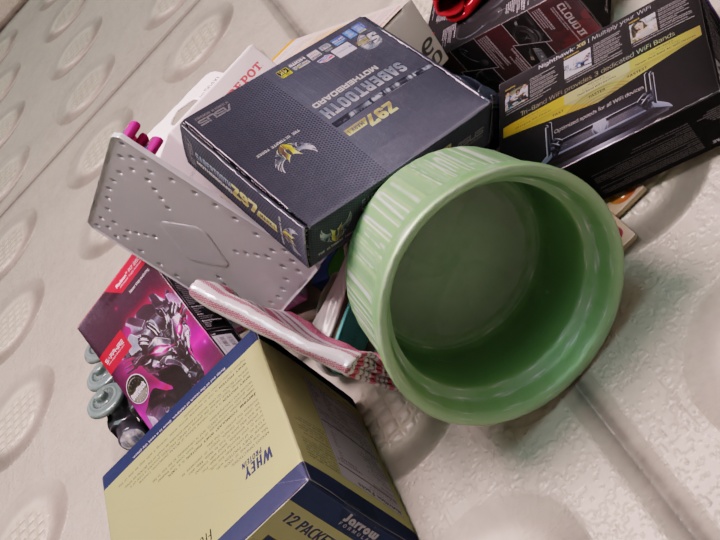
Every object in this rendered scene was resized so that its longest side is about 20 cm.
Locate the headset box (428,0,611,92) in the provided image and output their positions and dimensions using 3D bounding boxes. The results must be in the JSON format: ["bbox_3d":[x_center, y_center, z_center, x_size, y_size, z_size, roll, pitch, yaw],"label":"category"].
[{"bbox_3d":[0.166,-0.271,1.107,0.200,0.077,0.149,-21,43,36],"label":"headset box"}]

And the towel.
[{"bbox_3d":[-0.040,0.052,0.894,0.146,0.200,0.030,23,87,19],"label":"towel"}]

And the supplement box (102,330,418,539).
[{"bbox_3d":[-0.088,0.198,0.900,0.200,0.134,0.200,-45,33,10],"label":"supplement box"}]

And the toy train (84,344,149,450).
[{"bbox_3d":[-0.239,0.114,1.222,0.114,0.085,0.200,-33,33,4],"label":"toy train"}]

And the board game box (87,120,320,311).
[{"bbox_3d":[-0.143,-0.032,0.985,0.026,0.200,0.200,-60,7,-26],"label":"board game box"}]

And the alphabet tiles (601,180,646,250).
[{"bbox_3d":[0.154,-0.040,0.959,0.166,0.006,0.200,-45,33,8],"label":"alphabet tiles"}]

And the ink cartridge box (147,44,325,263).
[{"bbox_3d":[-0.095,-0.095,1.024,0.129,0.200,0.125,-53,4,-27],"label":"ink cartridge box"}]

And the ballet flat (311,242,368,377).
[{"bbox_3d":[0.000,0.000,1.025,0.069,0.069,0.201,29,95,57],"label":"ballet flat"}]

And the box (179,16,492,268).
[{"bbox_3d":[-0.018,-0.110,0.881,0.200,0.051,0.158,-35,58,-24],"label":"box"}]

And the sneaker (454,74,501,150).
[{"bbox_3d":[0.102,-0.091,1.003,0.077,0.146,0.203,-22,81,27],"label":"sneaker"}]

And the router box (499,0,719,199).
[{"bbox_3d":[0.212,-0.138,0.934,0.200,0.052,0.158,-25,38,30],"label":"router box"}]

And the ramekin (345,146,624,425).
[{"bbox_3d":[0.086,0.005,0.823,0.200,0.200,0.098,-50,31,2],"label":"ramekin"}]

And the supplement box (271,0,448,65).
[{"bbox_3d":[-0.028,-0.183,1.088,0.200,0.074,0.126,-3,41,53],"label":"supplement box"}]

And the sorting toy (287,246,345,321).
[{"bbox_3d":[-0.043,-0.029,1.159,0.185,0.036,0.200,-22,42,37],"label":"sorting toy"}]

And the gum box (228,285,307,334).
[{"bbox_3d":[-0.116,-0.031,1.162,0.113,0.066,0.201,-29,44,30],"label":"gum box"}]

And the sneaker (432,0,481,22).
[{"bbox_3d":[0.064,-0.304,1.125,0.200,0.078,0.116,-13,46,47],"label":"sneaker"}]

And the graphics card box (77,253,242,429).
[{"bbox_3d":[-0.184,0.085,1.091,0.126,0.051,0.200,-48,70,22],"label":"graphics card box"}]
